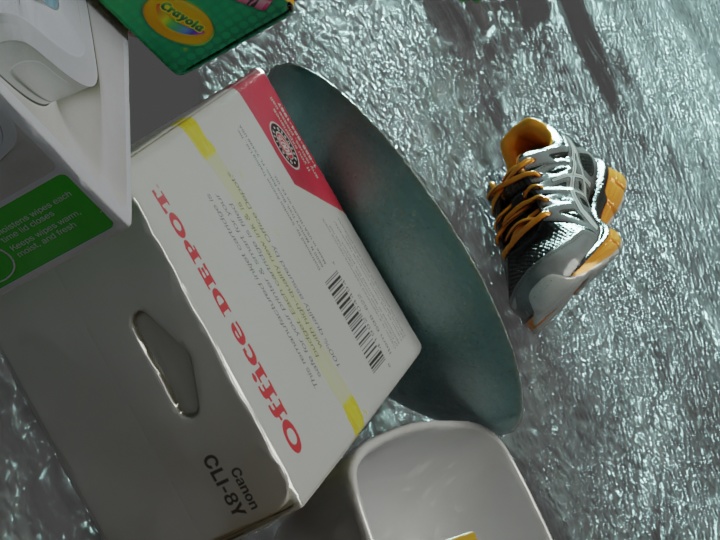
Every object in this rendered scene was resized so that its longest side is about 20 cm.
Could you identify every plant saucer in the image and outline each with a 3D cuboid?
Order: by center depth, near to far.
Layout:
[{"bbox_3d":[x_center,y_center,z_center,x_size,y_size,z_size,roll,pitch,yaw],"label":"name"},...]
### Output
[{"bbox_3d":[0.000,0.000,1.177,0.201,0.039,0.201,51,-17,22],"label":"plant saucer"}]

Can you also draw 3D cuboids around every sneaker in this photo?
[{"bbox_3d":[0.109,-0.029,1.536,0.077,0.078,0.200,43,20,-11],"label":"sneaker"}]

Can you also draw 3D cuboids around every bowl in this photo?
[{"bbox_3d":[0.037,0.171,1.088,0.201,0.074,0.200,65,19,9],"label":"bowl"}]

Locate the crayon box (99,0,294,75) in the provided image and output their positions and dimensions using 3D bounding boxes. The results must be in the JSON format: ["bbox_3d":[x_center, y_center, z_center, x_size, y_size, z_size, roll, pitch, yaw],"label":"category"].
[{"bbox_3d":[-0.106,-0.179,0.934,0.200,0.058,0.119,44,26,-44],"label":"crayon box"}]

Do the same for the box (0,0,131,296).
[{"bbox_3d":[-0.172,-0.114,0.917,0.177,0.096,0.201,48,24,-38],"label":"box"}]

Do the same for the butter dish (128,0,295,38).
[{"bbox_3d":[-0.080,-0.171,1.137,0.199,0.199,0.149,40,52,-46],"label":"butter dish"}]

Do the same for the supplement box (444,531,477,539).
[{"bbox_3d":[-0.006,0.215,0.842,0.201,0.132,0.197,65,20,8],"label":"supplement box"}]

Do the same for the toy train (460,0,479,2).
[{"bbox_3d":[0.103,-0.227,1.782,0.042,0.056,0.200,60,21,-6],"label":"toy train"}]

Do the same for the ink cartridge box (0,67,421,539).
[{"bbox_3d":[-0.064,0.016,1.025,0.146,0.083,0.200,61,19,-6],"label":"ink cartridge box"}]
